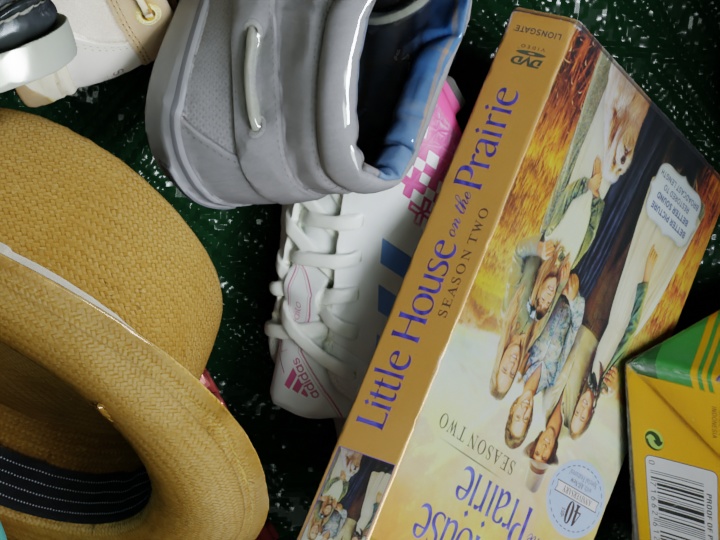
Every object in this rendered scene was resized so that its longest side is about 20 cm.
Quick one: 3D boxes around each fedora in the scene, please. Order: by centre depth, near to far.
[{"bbox_3d":[-0.107,0.010,0.715,0.201,0.200,0.082,46,55,-29],"label":"fedora"}]

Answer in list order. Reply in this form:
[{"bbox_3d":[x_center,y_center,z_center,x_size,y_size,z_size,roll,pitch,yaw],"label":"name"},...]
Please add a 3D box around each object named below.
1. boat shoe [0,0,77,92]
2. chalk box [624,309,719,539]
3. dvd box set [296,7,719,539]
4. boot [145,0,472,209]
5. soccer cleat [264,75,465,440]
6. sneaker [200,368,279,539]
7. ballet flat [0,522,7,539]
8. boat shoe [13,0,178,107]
[{"bbox_3d":[-0.187,-0.073,0.708,0.198,0.075,0.066,-8,110,10],"label":"boat shoe"},{"bbox_3d":[0.208,0.067,0.901,0.200,0.124,0.125,-25,119,-41],"label":"chalk box"},{"bbox_3d":[0.057,0.031,0.832,0.146,0.029,0.201,38,71,-53],"label":"dvd box set"},{"bbox_3d":[0.002,-0.114,0.748,0.073,0.095,0.201,23,75,-45],"label":"boot"},{"bbox_3d":[0.000,0.000,0.830,0.086,0.070,0.201,-31,120,-28],"label":"soccer cleat"},{"bbox_3d":[-0.077,0.079,0.827,0.082,0.078,0.201,-26,116,-11],"label":"sneaker"},{"bbox_3d":[-0.137,0.148,0.749,0.067,0.070,0.201,-11,137,-31],"label":"ballet flat"},{"bbox_3d":[-0.097,-0.149,0.736,0.069,0.074,0.201,-14,123,-5],"label":"boat shoe"}]
